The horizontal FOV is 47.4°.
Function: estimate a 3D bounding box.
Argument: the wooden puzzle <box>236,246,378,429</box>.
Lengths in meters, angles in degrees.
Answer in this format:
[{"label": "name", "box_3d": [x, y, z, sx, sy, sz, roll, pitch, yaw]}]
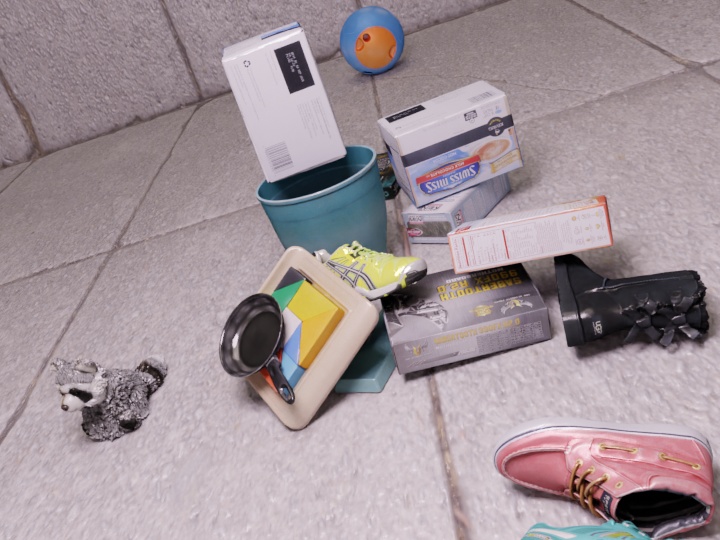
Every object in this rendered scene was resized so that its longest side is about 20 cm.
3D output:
[{"label": "wooden puzzle", "box_3d": [-0.088, 0.079, 1.069, 0.200, 0.037, 0.186, 37, 92, 44]}]

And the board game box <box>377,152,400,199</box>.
[{"label": "board game box", "box_3d": [0.033, -0.194, 1.693, 0.134, 0.028, 0.200, -8, 28, 25]}]

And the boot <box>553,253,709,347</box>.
[{"label": "boot", "box_3d": [0.321, 0.026, 0.990, 0.161, 0.074, 0.199, -10, 24, 12]}]

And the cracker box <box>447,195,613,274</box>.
[{"label": "cracker box", "box_3d": [0.224, -0.048, 1.070, 0.199, 0.058, 0.134, -10, 7, 18]}]

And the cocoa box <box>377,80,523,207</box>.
[{"label": "cocoa box", "box_3d": [0.150, -0.215, 1.383, 0.199, 0.132, 0.133, -21, 25, -3]}]

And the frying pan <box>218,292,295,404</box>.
[{"label": "frying pan", "box_3d": [-0.114, 0.092, 1.039, 0.189, 0.031, 0.116, 15, 79, 45]}]

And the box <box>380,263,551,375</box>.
[{"label": "box", "box_3d": [0.130, 0.053, 1.075, 0.199, 0.049, 0.159, -13, 26, 2]}]

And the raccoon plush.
[{"label": "raccoon plush", "box_3d": [-0.363, 0.144, 1.168, 0.096, 0.135, 0.200, -16, 25, 11]}]

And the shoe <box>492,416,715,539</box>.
[{"label": "shoe", "box_3d": [0.213, 0.186, 0.740, 0.199, 0.072, 0.091, -4, 23, 20]}]

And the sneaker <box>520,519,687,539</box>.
[{"label": "sneaker", "box_3d": [0.216, 0.229, 0.655, 0.199, 0.078, 0.080, -5, 20, 29]}]

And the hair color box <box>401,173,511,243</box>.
[{"label": "hair color box", "box_3d": [0.168, -0.120, 1.408, 0.099, 0.061, 0.200, 2, 32, 39]}]

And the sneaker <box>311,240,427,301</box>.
[{"label": "sneaker", "box_3d": [0.000, 0.000, 1.093, 0.199, 0.077, 0.075, -10, 7, 40]}]

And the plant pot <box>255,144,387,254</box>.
[{"label": "plant pot", "box_3d": [-0.043, -0.072, 1.312, 0.199, 0.189, 0.200, -16, 24, 7]}]

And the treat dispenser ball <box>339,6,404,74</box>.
[{"label": "treat dispenser ball", "box_3d": [0.036, -0.707, 2.523, 0.200, 0.202, 0.201, -16, 25, 8]}]

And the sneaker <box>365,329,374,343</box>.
[{"label": "sneaker", "box_3d": [-0.065, 0.077, 1.150, 0.199, 0.076, 0.088, -15, 18, 26]}]

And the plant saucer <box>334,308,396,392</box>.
[{"label": "plant saucer", "box_3d": [0.030, 0.097, 1.118, 0.070, 0.019, 0.200, -5, 29, 29]}]

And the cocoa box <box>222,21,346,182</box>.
[{"label": "cocoa box", "box_3d": [-0.119, -0.264, 1.276, 0.133, 0.201, 0.131, -20, 24, 0]}]
